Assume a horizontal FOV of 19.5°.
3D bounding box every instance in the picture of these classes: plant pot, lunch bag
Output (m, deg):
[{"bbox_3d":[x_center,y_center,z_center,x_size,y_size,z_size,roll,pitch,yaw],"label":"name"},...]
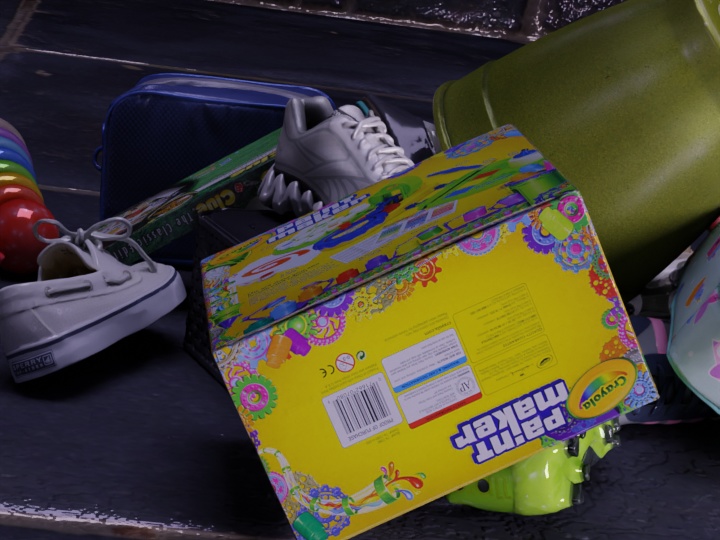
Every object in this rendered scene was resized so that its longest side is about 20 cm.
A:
[{"bbox_3d":[0.184,-0.095,1.403,0.192,0.201,0.200,-35,-3,22],"label":"plant pot"},{"bbox_3d":[-0.115,-0.079,1.642,0.198,0.137,0.132,8,13,4],"label":"lunch bag"},{"bbox_3d":[0.279,0.046,1.333,0.160,0.077,0.200,36,27,-3],"label":"lunch bag"}]

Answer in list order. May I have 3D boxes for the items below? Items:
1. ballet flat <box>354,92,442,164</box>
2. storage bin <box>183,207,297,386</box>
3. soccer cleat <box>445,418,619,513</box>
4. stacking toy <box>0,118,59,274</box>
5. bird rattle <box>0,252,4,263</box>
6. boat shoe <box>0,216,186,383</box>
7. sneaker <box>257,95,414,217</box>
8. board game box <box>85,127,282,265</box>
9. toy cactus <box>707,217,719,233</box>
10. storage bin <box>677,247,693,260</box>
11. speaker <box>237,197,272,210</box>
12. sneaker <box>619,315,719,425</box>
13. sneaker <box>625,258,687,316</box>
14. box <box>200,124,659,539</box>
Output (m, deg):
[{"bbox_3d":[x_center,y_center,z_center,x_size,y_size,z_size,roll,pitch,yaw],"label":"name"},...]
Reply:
[{"bbox_3d":[0.056,-0.048,1.422,0.072,0.073,0.201,1,48,-28],"label":"ballet flat"},{"bbox_3d":[-0.021,0.029,1.335,0.134,0.095,0.200,2,15,-24],"label":"storage bin"},{"bbox_3d":[0.100,0.089,1.195,0.080,0.068,0.200,-1,10,17],"label":"soccer cleat"},{"bbox_3d":[-0.269,-0.052,1.574,0.085,0.086,0.200,2,19,-25],"label":"stacking toy"},{"bbox_3d":[-0.335,-0.016,1.411,0.198,0.113,0.163,16,20,-25],"label":"bird rattle"},{"bbox_3d":[-0.177,0.005,1.326,0.074,0.087,0.202,-17,6,24],"label":"boat shoe"},{"bbox_3d":[0.002,-0.060,1.350,0.075,0.082,0.199,0,17,-38],"label":"sneaker"},{"bbox_3d":[-0.129,-0.045,1.501,0.199,0.024,0.105,-27,12,4],"label":"board game box"},{"bbox_3d":[0.303,0.028,1.507,0.164,0.102,0.200,-31,76,-29],"label":"toy cactus"},{"bbox_3d":[0.153,-0.056,1.686,0.196,0.095,0.200,4,-2,-6],"label":"storage bin"},{"bbox_3d":[0.000,0.000,1.489,0.198,0.089,0.088,12,14,17],"label":"speaker"},{"bbox_3d":[0.211,0.068,1.361,0.082,0.071,0.199,20,19,35],"label":"sneaker"},{"bbox_3d":[0.183,0.022,1.575,0.198,0.078,0.088,7,-1,-29],"label":"sneaker"},{"bbox_3d":[0.029,0.029,1.121,0.198,0.123,0.193,-24,16,1],"label":"box"}]
